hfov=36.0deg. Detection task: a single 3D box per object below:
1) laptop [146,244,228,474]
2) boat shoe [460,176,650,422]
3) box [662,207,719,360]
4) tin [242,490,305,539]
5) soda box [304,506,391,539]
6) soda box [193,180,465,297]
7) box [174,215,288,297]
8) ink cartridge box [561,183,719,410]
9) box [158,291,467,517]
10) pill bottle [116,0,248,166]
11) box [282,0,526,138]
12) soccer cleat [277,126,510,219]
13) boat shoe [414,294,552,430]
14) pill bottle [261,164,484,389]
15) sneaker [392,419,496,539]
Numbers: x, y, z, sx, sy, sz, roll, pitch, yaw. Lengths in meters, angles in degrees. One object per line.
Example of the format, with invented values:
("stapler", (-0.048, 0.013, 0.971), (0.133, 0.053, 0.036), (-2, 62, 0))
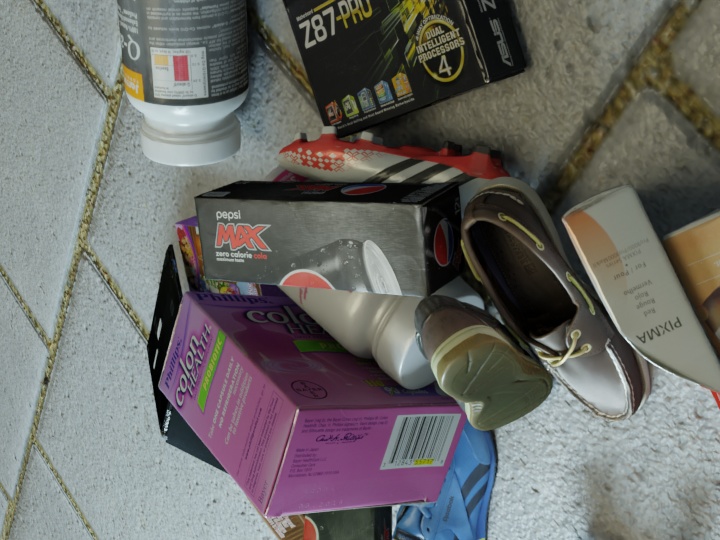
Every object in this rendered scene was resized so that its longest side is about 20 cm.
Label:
("laptop", (-0.156, 0.104, 1.177), (0.178, 0.103, 0.201), (111, 150, -43))
("boat shoe", (0.135, 0.030, 0.779), (0.072, 0.060, 0.201), (-26, 103, 34))
("box", (0.287, 0.033, 0.593), (0.152, 0.106, 0.201), (-31, 83, 52))
("tin", (-0.090, 0.193, 1.059), (0.201, 0.042, 0.112), (66, -179, -48))
("soda box", (-0.011, 0.254, 0.984), (0.070, 0.201, 0.064), (-10, 134, 12))
("soda box", (-0.025, -0.027, 0.820), (0.199, 0.063, 0.071), (4, 108, 32))
("box", (-0.121, 0.046, 1.145), (0.136, 0.039, 0.201), (9, 115, 49))
("ink cartridge box", (0.186, 0.047, 0.689), (0.050, 0.162, 0.201), (-23, 87, 11))
("box", (-0.042, 0.105, 0.929), (0.200, 0.175, 0.097), (37, 115, 48))
("pill bottle", (-0.159, -0.205, 1.002), (0.116, 0.116, 0.201), (27, 127, 40))
("box", (0.022, -0.199, 0.841), (0.199, 0.049, 0.162), (-9, 99, 54))
("soccer cleat", (0.020, -0.061, 0.854), (0.199, 0.069, 0.086), (9, 91, 24))
("boat shoe", (0.090, 0.066, 0.817), (0.072, 0.201, 0.066), (-33, 64, 8))
("pill bottle", (0.000, 0.000, 0.916), (0.200, 0.113, 0.114), (40, 135, 30))
("sneaker", (0.068, 0.196, 0.964), (0.066, 0.078, 0.201), (26, 125, 43))
